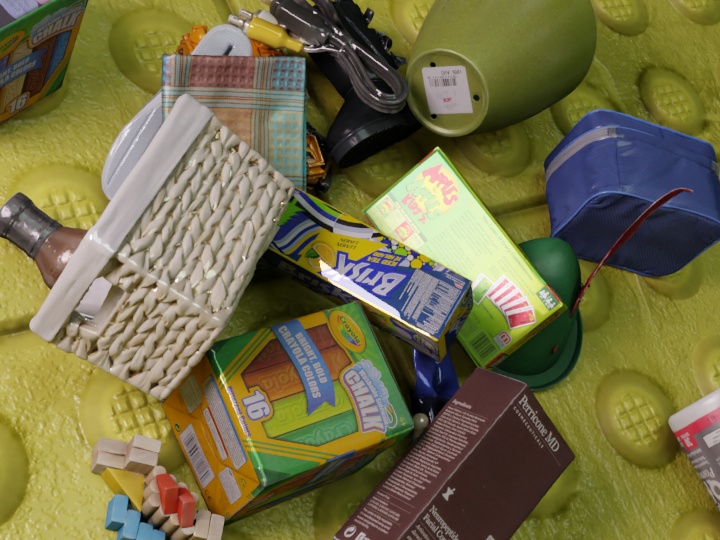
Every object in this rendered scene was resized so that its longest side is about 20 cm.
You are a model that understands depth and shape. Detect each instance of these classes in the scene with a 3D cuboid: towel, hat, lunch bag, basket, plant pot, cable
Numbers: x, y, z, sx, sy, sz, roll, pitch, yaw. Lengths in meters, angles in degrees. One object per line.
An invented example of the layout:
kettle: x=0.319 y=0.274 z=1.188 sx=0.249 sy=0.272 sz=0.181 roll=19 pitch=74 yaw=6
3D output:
towel: x=-0.114 y=-0.096 z=1.060 sx=0.146 sy=0.022 sz=0.202 roll=-5 pitch=102 yaw=-30
hat: x=0.200 y=-0.002 z=1.147 sx=0.165 sy=0.176 sz=0.201 roll=28 pitch=53 yaw=-11
lunch bag: x=0.311 y=-0.090 z=1.284 sx=0.199 sy=0.136 sz=0.133 roll=15 pitch=57 yaw=-21
basket: x=-0.150 y=-0.017 z=0.916 sx=0.123 sy=0.136 sz=0.201 roll=33 pitch=42 yaw=-11
plant pot: x=0.128 y=-0.223 z=1.211 sx=0.187 sy=0.187 sz=0.200 roll=44 pitch=42 yaw=1
cable: x=-0.030 y=-0.222 z=1.143 sx=0.199 sy=0.050 sz=0.097 roll=37 pitch=48 yaw=8

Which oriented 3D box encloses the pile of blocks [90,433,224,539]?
pile of blocks: x=-0.147 y=0.211 z=0.912 sx=0.200 sy=0.062 sz=0.082 roll=46 pitch=52 yaw=3

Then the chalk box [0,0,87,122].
chalk box: x=-0.319 y=-0.230 z=0.976 sx=0.125 sy=0.200 sz=0.124 roll=46 pitch=52 yaw=2

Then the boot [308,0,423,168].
boot: x=-0.014 y=-0.201 z=1.193 sx=0.163 sy=0.073 sz=0.198 roll=55 pitch=32 yaw=2

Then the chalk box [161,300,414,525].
chalk box: x=-0.044 y=0.115 z=0.983 sx=0.199 sy=0.124 sz=0.126 roll=-17 pitch=72 yaw=-34

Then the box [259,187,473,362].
box: x=0.000 y=0.000 z=1.023 sx=0.199 sy=0.070 sz=0.065 roll=29 pitch=76 yaw=16

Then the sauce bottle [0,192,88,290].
sauce bottle: x=-0.225 y=0.010 z=0.985 sx=0.199 sy=0.065 sz=0.065 roll=36 pitch=52 yaw=-4

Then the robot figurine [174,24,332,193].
robot figurine: x=-0.104 y=-0.153 z=1.147 sx=0.144 sy=0.058 sz=0.201 roll=-15 pitch=71 yaw=-31

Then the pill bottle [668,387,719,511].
pill bottle: x=0.413 y=0.214 z=1.181 sx=0.110 sy=0.111 sz=0.201 roll=-18 pitch=72 yaw=-35

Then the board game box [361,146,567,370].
board game box: x=0.102 y=-0.011 z=1.137 sx=0.201 sy=0.101 sz=0.048 roll=53 pitch=9 yaw=15

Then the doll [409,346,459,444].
doll: x=0.073 y=0.131 z=1.064 sx=0.136 sy=0.048 sz=0.202 roll=20 pitch=61 yaw=-62

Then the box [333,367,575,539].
box: x=0.083 y=0.193 z=0.981 sx=0.200 sy=0.075 sz=0.100 roll=-48 pitch=120 yaw=-19

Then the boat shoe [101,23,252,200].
boat shoe: x=-0.168 y=-0.141 z=1.077 sx=0.072 sy=0.062 sz=0.200 roll=39 pitch=84 yaw=-10
